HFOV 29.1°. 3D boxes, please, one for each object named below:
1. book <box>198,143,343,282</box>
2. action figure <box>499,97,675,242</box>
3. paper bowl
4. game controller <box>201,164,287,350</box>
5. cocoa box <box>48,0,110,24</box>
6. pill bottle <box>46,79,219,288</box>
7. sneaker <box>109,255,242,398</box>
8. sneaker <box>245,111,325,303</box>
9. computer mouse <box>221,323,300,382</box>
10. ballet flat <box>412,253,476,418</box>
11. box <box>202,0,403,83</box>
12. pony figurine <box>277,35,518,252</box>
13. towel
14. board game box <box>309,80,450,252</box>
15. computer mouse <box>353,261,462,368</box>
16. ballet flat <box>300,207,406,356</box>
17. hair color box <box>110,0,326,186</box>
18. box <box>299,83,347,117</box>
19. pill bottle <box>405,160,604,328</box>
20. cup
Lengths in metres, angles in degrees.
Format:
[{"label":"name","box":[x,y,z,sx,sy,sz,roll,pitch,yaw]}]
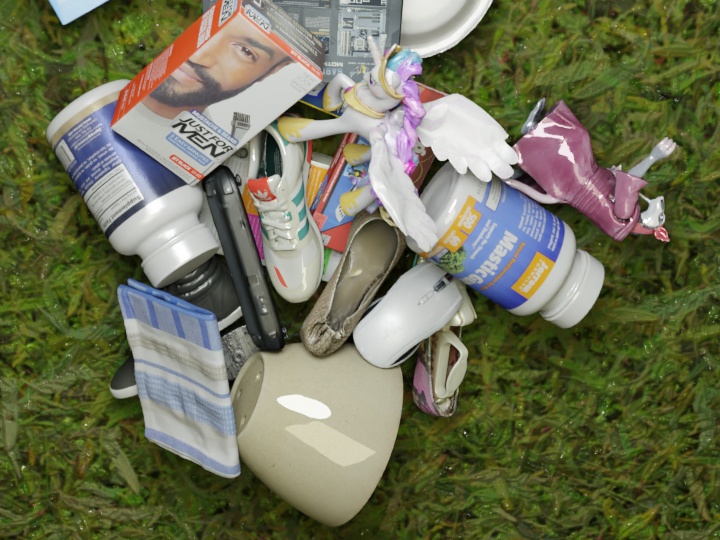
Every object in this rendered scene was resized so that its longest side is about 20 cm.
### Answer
[{"label":"book","box":[-0.097,-0.071,1.527,0.197,0.048,0.135,15,107,-6]},{"label":"action figure","box":[0.245,-0.087,1.480,0.199,0.134,0.149,39,71,10]},{"label":"paper bowl","box":[0.047,-0.320,1.433,0.197,0.104,0.204,-1,106,-2]},{"label":"game controller","box":[-0.123,-0.014,1.467,0.042,0.104,0.203,-17,101,-6]},{"label":"cocoa box","box":[-0.239,-0.355,1.389,0.198,0.131,0.134,-28,106,5]},{"label":"pill bottle","box":[-0.232,-0.087,1.450,0.110,0.111,0.201,-33,87,6]},{"label":"sneaker","box":[-0.218,0.050,1.532,0.199,0.071,0.099,-39,121,1]},{"label":"sneaker","box":[-0.089,-0.065,1.437,0.069,0.093,0.203,-3,92,25]},{"label":"computer mouse","box":[-0.085,0.075,1.581,0.198,0.034,0.059,-21,90,-3]},{"label":"ballet flat","box":[0.096,0.071,1.563,0.068,0.071,0.203,-11,111,-36]},{"label":"box","box":[-0.056,-0.261,1.358,0.197,0.051,0.159,3,134,0]},{"label":"pony figurine","box":[0.029,-0.122,1.349,0.194,0.199,0.167,51,58,-9]},{"label":"towel","box":[-0.190,0.116,1.456,0.024,0.146,0.202,-32,128,-40]},{"label":"board game box","box":[0.020,-0.109,1.480,0.102,0.019,0.202,17,110,-28]},{"label":"computer mouse","box":[0.075,0.029,1.494,0.110,0.044,0.200,48,63,1]},{"label":"ballet flat","box":[0.000,0.000,1.458,0.067,0.046,0.201,33,81,-13]},{"label":"hair color box","box":[-0.140,-0.181,1.363,0.110,0.064,0.199,35,127,-28]},{"label":"box","box":[-0.077,-0.223,1.469,0.198,0.070,0.065,23,105,-10]},{"label":"pill bottle","box":[0.155,-0.023,1.457,0.199,0.112,0.113,31,102,-16]},{"label":"cup","box":[-0.064,0.159,1.502,0.142,0.201,0.202,21,105,-21]}]
